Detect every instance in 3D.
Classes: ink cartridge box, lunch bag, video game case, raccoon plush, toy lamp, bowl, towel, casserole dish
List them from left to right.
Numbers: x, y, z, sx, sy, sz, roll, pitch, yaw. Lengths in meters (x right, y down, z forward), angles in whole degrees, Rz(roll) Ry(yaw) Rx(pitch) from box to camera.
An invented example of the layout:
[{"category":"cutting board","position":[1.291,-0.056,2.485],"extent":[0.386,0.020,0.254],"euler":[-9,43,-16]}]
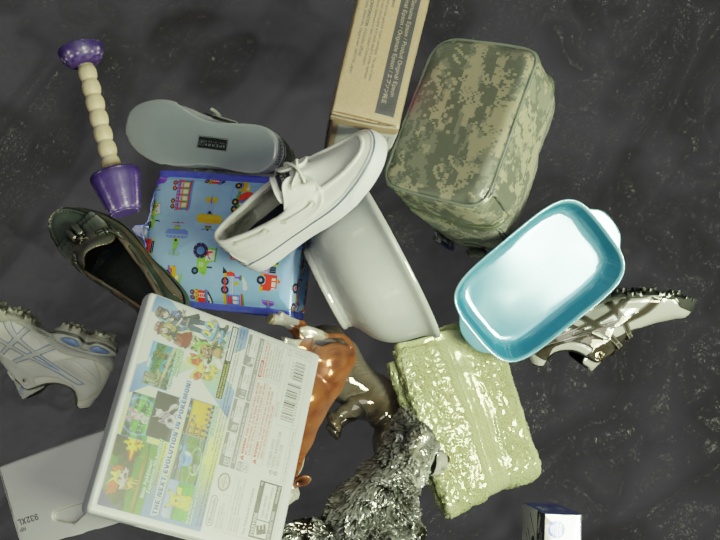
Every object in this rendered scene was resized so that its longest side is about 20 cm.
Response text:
[{"category":"toy lamp","position":[-0.287,-0.157,1.072],"extent":[0.058,0.058,0.200],"euler":[-17,83,-7]},{"category":"ink cartridge box","position":[-0.226,0.191,0.951],"extent":[0.145,0.200,0.084],"euler":[-21,85,23]},{"category":"video game case","position":[-0.137,0.142,0.875],"extent":[0.182,0.022,0.200],"euler":[23,64,-25]},{"category":"lunch bag","position":[-0.157,-0.030,1.067],"extent":[0.200,0.094,0.151],"euler":[7,86,5]},{"category":"raccoon plush","position":[0.000,0.219,0.971],"extent":[0.200,0.097,0.134],"euler":[-9,110,-33]},{"category":"bowl","position":[0.000,0.000,1.020],"extent":[0.090,0.201,0.201],"euler":[-27,87,1]},{"category":"ink cartridge box","position":[0.015,-0.211,1.038],"extent":[0.075,0.200,0.165],"euler":[12,84,-3]},{"category":"towel","position":[0.117,0.158,1.064],"extent":[0.148,0.036,0.200],"euler":[-17,90,-27]},{"category":"lunch bag","position":[0.133,-0.129,1.060],"extent":[0.139,0.168,0.200],"euler":[14,79,32]},{"category":"casserole dish","position":[0.189,0.009,1.039],"extent":[0.200,0.039,0.121],"euler":[-40,102,4]},{"category":"ink cartridge box","position":[0.205,0.360,1.045],"extent":[0.044,0.094,0.200],"euler":[2,83,-5]}]

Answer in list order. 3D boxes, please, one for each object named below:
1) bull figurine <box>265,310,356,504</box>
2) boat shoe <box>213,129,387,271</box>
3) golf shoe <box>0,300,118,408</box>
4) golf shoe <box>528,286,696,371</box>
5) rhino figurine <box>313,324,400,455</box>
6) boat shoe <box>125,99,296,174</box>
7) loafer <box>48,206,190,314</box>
[{"category":"bull figurine","position":[-0.078,0.142,0.984],"extent":[0.121,0.065,0.200],"euler":[41,67,-31]},{"category":"boat shoe","position":[-0.062,-0.074,0.953],"extent":[0.200,0.065,0.074],"euler":[-42,44,17]},{"category":"golf shoe","position":[-0.367,0.088,1.037],"extent":[0.200,0.078,0.097],"euler":[18,88,-2]},{"category":"golf shoe","position":[0.281,0.065,1.099],"extent":[0.200,0.078,0.095],"euler":[-4,87,5]},{"category":"rhino figurine","position":[-0.004,0.145,1.067],"extent":[0.087,0.060,0.200],"euler":[-44,92,-18]},{"category":"boat shoe","position":[-0.167,-0.146,1.081],"extent":[0.199,0.068,0.074],"euler":[8,90,20]},{"category":"loafer","position":[-0.266,-0.012,1.034],"extent":[0.200,0.063,0.072],"euler":[36,88,18]}]
